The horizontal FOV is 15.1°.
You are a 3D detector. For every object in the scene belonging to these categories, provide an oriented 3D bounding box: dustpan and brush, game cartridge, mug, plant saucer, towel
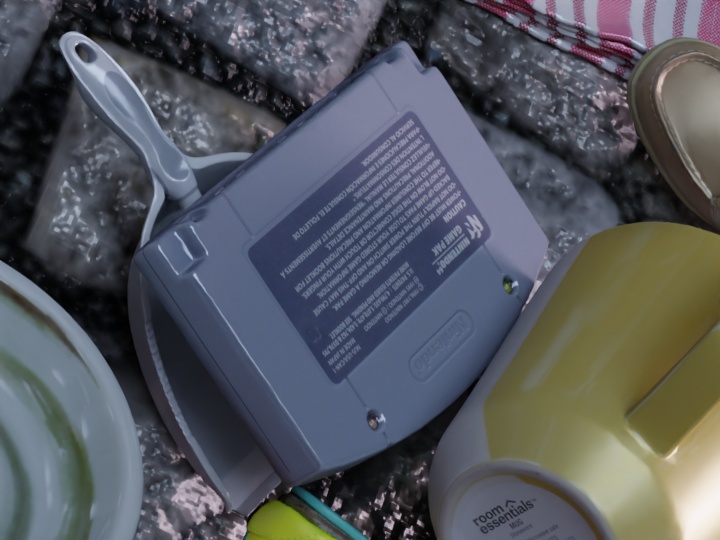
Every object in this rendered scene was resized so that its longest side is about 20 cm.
[{"bbox_3d":[-0.066,-0.016,1.149,0.200,0.057,0.140,48,58,-3],"label":"dustpan and brush"},{"bbox_3d":[0.000,0.000,1.145,0.133,0.041,0.200,54,43,-6],"label":"game cartridge"},{"bbox_3d":[0.104,0.063,1.115,0.149,0.187,0.153,18,34,25],"label":"mug"},{"bbox_3d":[-0.183,0.070,1.047,0.200,0.050,0.200,18,45,-19],"label":"plant saucer"},{"bbox_3d":[0.104,-0.178,1.313,0.200,0.030,0.147,23,62,-17],"label":"towel"}]

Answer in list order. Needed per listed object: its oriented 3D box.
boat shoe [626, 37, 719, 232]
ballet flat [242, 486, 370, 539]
[{"bbox_3d":[0.203,-0.028,1.273,0.072,0.065,0.200,-40,96,0],"label":"boat shoe"},{"bbox_3d":[0.031,0.167,1.135,0.200,0.067,0.067,34,81,-8],"label":"ballet flat"}]
